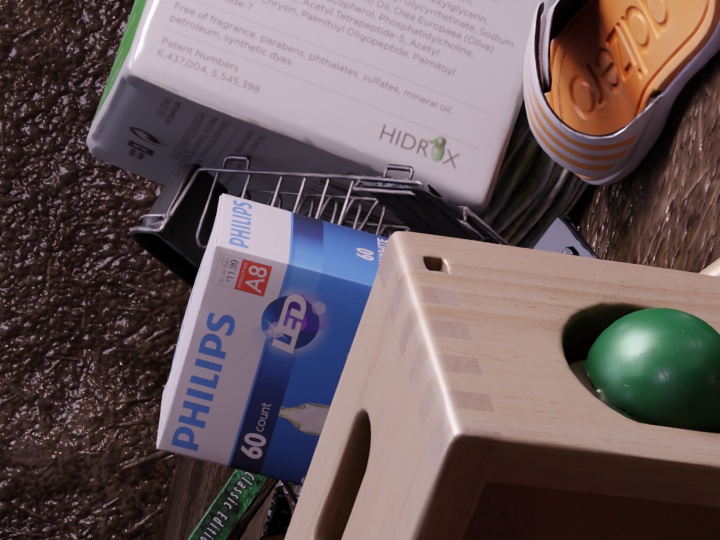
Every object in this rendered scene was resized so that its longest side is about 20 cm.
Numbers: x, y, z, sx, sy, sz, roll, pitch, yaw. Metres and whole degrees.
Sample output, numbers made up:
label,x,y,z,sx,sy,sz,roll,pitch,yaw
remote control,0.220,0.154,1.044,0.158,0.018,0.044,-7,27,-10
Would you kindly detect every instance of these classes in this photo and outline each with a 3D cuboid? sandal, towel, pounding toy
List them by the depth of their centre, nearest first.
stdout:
label,x,y,z,sx,sy,sz,roll,pitch,yaw
pounding toy,0.084,0.061,0.896,0.143,0.183,0.201,-107,30,-53
sandal,0.107,-0.098,1.296,0.080,0.059,0.207,63,159,14
towel,0.110,-0.122,1.500,0.171,0.048,0.201,118,165,-51

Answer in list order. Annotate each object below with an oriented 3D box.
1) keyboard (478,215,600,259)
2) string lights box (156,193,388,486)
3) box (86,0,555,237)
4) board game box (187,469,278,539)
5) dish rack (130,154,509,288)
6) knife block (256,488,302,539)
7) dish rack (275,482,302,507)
label,x,y,z,sx,sy,sz,roll,pitch,yaw
keyboard,0.040,0.062,1.319,0.200,0.040,0.104,-54,45,16
string lights box,0.021,0.046,1.233,0.059,0.199,0.103,-91,17,-66
box,-0.019,-0.123,1.489,0.199,0.199,0.172,140,150,-75
board game box,-0.046,0.100,1.640,0.200,0.023,0.105,-56,-2,23
dish rack,0.000,0.000,1.434,0.199,0.153,0.055,5,65,43
knife block,0.005,0.198,1.672,0.199,0.175,0.064,30,114,35
dish rack,-0.024,0.065,1.801,0.200,0.054,0.154,68,-150,-65
